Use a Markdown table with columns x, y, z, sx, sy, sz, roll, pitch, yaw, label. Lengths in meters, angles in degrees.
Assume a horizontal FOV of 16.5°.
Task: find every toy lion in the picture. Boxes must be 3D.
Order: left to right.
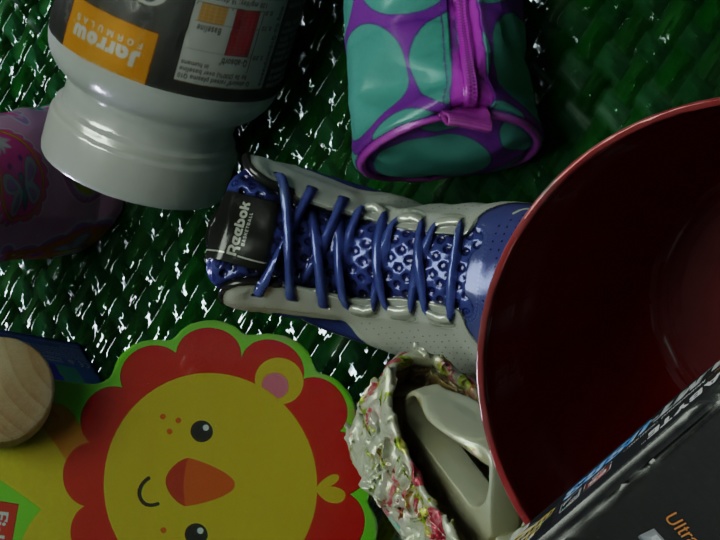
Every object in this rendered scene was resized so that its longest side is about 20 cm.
| x | y | z | sx | sy | sz | roll | pitch | yaw | label |
| --- | --- | --- | --- | --- | --- | --- | --- | --- | --- |
| -0.091 | 0.116 | 1.048 | 0.069 | 0.191 | 0.201 | 113 | 167 | -70 | toy lion |

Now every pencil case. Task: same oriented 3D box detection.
| x | y | z | sx | sy | sz | roll | pitch | yaw | label |
| --- | --- | --- | --- | --- | --- | --- | --- | --- | --- |
| -0.211 | -0.041 | 1.237 | 0.087 | 0.200 | 0.088 | 5 | 98 | 38 | pencil case |
| 0.033 | -0.140 | 1.083 | 0.092 | 0.085 | 0.201 | 134 | 135 | -67 | pencil case |

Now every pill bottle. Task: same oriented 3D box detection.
| x | y | z | sx | sy | sz | roll | pitch | yaw | label |
| --- | --- | --- | --- | --- | --- | --- | --- | --- | --- |
| -0.083 | -0.138 | 1.177 | 0.116 | 0.116 | 0.200 | 38 | 118 | 45 | pill bottle |

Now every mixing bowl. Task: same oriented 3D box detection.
| x | y | z | sx | sy | sz | roll | pitch | yaw | label |
| --- | --- | --- | --- | --- | --- | --- | --- | --- | --- |
| 0.148 | 0.026 | 0.871 | 0.200 | 0.108 | 0.201 | 4 | 105 | 13 | mixing bowl |

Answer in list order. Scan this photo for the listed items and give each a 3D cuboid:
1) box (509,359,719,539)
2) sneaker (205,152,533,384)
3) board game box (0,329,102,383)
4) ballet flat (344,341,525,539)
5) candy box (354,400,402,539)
| x | y | z | sx | sy | sz | roll | pitch | yaw | label |
| --- | --- | --- | --- | --- | --- | --- | --- | --- | --- |
| 0.132 | 0.150 | 0.822 | 0.198 | 0.050 | 0.200 | -42 | 93 | 17 | box |
| -0.001 | 0.000 | 1.062 | 0.199 | 0.115 | 0.081 | 9 | 88 | 48 | sneaker |
| -0.166 | 0.103 | 1.188 | 0.045 | 0.152 | 0.200 | -56 | 46 | 22 | board game box |
| 0.057 | 0.104 | 0.987 | 0.200 | 0.075 | 0.064 | 46 | 141 | 36 | ballet flat |
| -0.014 | 0.169 | 1.100 | 0.102 | 0.026 | 0.200 | 44 | 112 | 47 | candy box |
